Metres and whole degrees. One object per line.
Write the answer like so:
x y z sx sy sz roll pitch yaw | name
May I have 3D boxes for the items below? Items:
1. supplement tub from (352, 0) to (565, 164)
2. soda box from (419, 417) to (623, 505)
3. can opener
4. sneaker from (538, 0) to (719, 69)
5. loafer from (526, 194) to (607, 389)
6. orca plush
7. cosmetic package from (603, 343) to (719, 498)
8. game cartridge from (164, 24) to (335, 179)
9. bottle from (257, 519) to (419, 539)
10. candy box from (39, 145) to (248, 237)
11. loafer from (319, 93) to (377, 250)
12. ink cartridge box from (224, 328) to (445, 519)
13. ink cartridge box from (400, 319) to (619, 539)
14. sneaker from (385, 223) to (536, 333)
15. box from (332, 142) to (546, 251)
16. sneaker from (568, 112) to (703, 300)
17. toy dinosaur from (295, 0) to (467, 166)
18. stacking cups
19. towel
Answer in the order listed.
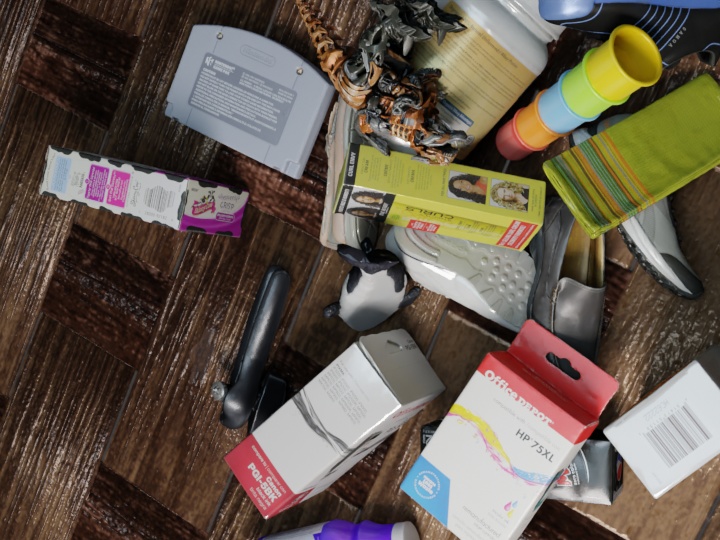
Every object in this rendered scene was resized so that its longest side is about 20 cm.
0.096 -0.210 1.018 0.145 0.144 0.200 47 107 17 | supplement tub
0.163 0.192 1.028 0.198 0.071 0.064 0 90 24 | soda box
-0.120 0.092 1.168 0.063 0.078 0.202 16 94 62 | can opener
0.257 -0.227 0.943 0.198 0.070 0.079 -3 115 -12 | sneaker
0.208 0.021 0.992 0.072 0.072 0.202 166 99 -67 | loafer
0.000 0.000 1.046 0.104 0.200 0.072 -19 71 6 | orca plush
0.292 0.128 0.901 0.101 0.200 0.071 -42 74 17 | cosmetic package
-0.128 -0.206 1.177 0.199 0.040 0.134 28 104 21 | game cartridge
-0.031 0.320 1.116 0.198 0.065 0.084 -17 82 23 | bottle
-0.249 -0.091 1.175 0.198 0.136 0.062 14 93 22 | candy box
-0.018 -0.121 1.113 0.062 0.072 0.202 3 94 31 | loafer
-0.023 0.160 1.069 0.200 0.147 0.083 -42 76 19 | ink cartridge box
0.142 0.158 0.961 0.116 0.067 0.201 36 101 21 | ink cartridge box
0.117 0.007 1.054 0.199 0.081 0.077 35 63 4 | sneaker
0.076 -0.071 0.995 0.198 0.075 0.051 11 68 -7 | box
0.279 -0.064 0.978 0.079 0.074 0.201 -29 81 8 | sneaker
0.019 -0.184 0.925 0.199 0.102 0.136 31 123 -9 | toy dinosaur
0.197 -0.158 0.967 0.200 0.060 0.061 -35 74 55 | stacking cups
0.274 -0.112 0.953 0.199 0.018 0.086 -30 74 -11 | towel
